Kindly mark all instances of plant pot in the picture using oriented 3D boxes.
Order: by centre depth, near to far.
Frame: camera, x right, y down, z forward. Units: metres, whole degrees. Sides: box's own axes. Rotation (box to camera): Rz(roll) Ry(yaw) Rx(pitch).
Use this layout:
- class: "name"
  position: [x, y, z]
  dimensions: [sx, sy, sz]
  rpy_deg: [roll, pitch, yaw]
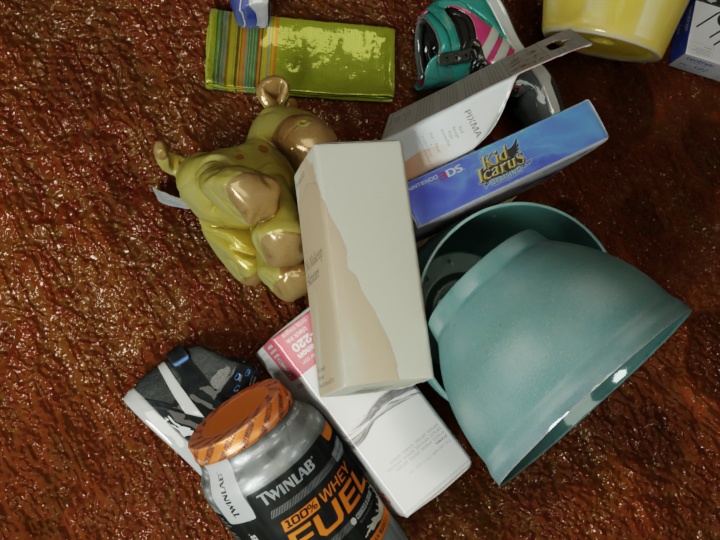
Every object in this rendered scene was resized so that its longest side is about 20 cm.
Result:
- class: "plant pot"
  position: [0.139, 0.053, 0.770]
  dimensions: [0.200, 0.200, 0.134]
  rpy_deg: [-39, 72, -13]
- class: "plant pot"
  position: [0.123, 0.040, 0.933]
  dimensions: [0.200, 0.161, 0.201]
  rpy_deg: [0, 89, -14]
- class: "plant pot"
  position: [0.274, -0.326, 1.017]
  dimensions: [0.200, 0.201, 0.189]
  rpy_deg: [13, 96, -8]

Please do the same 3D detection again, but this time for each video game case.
- class: "video game case"
  position: [0.110, -0.082, 0.933]
  dimensions: [0.200, 0.181, 0.046]
  rpy_deg: [-25, 86, -13]

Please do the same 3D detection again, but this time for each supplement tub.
- class: "supplement tub"
  position: [-0.054, 0.201, 0.845]
  dimensions: [0.122, 0.123, 0.200]
  rpy_deg: [-37, 104, -13]

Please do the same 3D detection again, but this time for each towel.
- class: "towel"
  position: [-0.062, -0.225, 1.022]
  dimensions: [0.200, 0.018, 0.086]
  rpy_deg: [3, 82, -10]

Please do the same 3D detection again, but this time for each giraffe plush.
- class: "giraffe plush"
  position: [-0.084, -0.092, 0.947]
  dimensions: [0.200, 0.173, 0.162]
  rpy_deg: [32, 63, 31]

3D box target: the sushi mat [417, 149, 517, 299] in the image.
- class: "sushi mat"
  position: [0.073, -0.045, 1.021]
  dimensions: [0.096, 0.012, 0.200]
  rpy_deg: [42, 77, -1]

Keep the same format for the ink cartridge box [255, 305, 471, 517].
- class: "ink cartridge box"
  position: [-0.002, 0.126, 0.913]
  dimensions: [0.085, 0.146, 0.200]
  rpy_deg: [-39, 89, -16]

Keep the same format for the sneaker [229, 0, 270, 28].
- class: "sneaker"
  position: [-0.151, -0.341, 0.998]
  dimensions: [0.115, 0.081, 0.200]
  rpy_deg: [-6, 76, -7]

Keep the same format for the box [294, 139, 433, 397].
- class: "box"
  position: [0.000, 0.000, 0.815]
  dimensions: [0.078, 0.095, 0.200]
  rpy_deg: [-4, 77, -16]

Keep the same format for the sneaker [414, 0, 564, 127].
- class: "sneaker"
  position: [0.120, -0.203, 1.015]
  dimensions: [0.121, 0.084, 0.200]
  rpy_deg: [-27, 79, -18]

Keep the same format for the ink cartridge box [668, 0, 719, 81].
- class: "ink cartridge box"
  position: [0.457, -0.253, 1.102]
  dimensions: [0.200, 0.044, 0.094]
  rpy_deg: [15, 81, -8]

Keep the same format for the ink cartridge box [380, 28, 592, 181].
- class: "ink cartridge box"
  position: [0.118, -0.156, 0.907]
  dimensions: [0.200, 0.162, 0.050]
  rpy_deg: [-22, 105, 11]

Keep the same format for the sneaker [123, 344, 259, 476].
- class: "sneaker"
  position: [-0.117, 0.150, 0.927]
  dimensions: [0.200, 0.073, 0.112]
  rpy_deg: [43, 79, 0]
